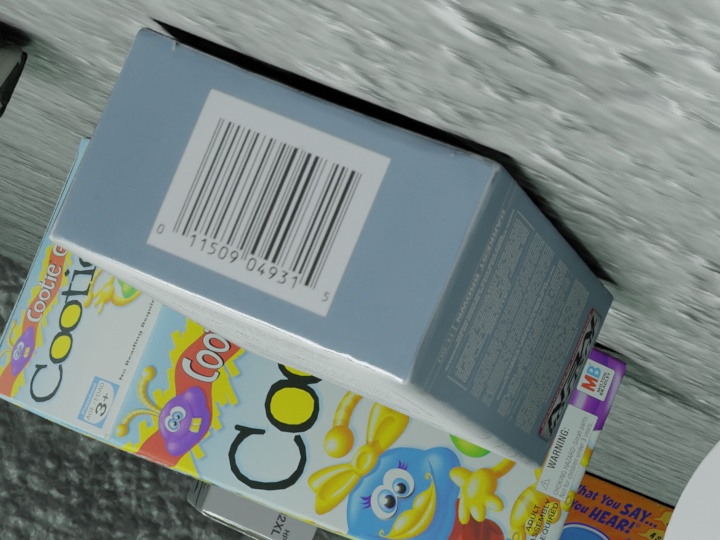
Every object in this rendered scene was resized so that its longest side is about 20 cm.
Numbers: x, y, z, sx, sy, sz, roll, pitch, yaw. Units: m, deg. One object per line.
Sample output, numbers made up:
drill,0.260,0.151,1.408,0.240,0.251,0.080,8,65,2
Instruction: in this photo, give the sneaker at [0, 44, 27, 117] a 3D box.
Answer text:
sneaker,-0.168,-0.055,0.925,0.085,0.077,0.200,30,173,-25

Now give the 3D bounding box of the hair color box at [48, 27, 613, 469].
hair color box,0.000,0.000,0.793,0.099,0.061,0.200,22,175,15

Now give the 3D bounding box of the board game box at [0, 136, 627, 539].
board game box,-0.019,0.039,1.097,0.200,0.105,0.103,24,175,-33

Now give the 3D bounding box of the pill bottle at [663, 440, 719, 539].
pill bottle,0.180,0.106,0.786,0.200,0.116,0.116,25,176,-34

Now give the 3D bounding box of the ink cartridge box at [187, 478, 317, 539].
ink cartridge box,-0.059,0.123,2.156,0.084,0.145,0.200,24,176,-5

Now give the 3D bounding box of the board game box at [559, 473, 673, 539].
board game box,0.192,0.282,2.467,0.200,0.200,0.200,21,176,23
